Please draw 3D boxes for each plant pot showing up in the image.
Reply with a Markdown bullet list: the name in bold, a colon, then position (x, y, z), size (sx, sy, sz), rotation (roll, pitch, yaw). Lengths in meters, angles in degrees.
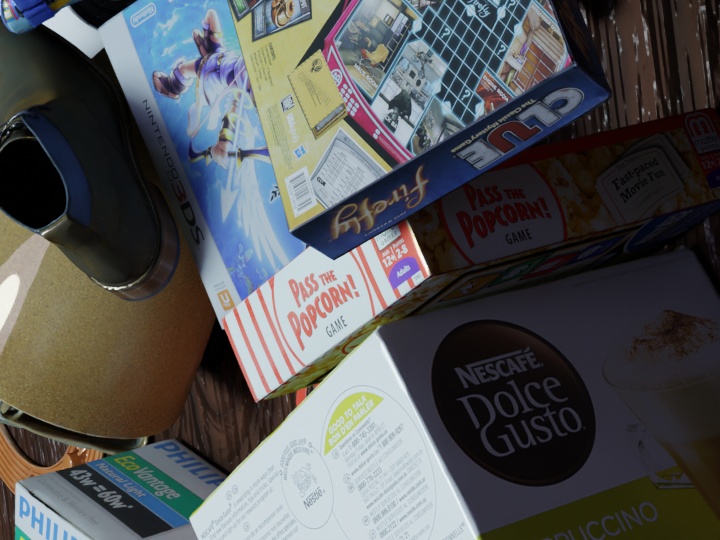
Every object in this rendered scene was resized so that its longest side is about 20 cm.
- **plant pot**: position (-0.145, -0.034, 1.266), size (0.186, 0.186, 0.200), rotation (47, 117, 34)

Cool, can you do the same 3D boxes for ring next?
- **ring**: position (-0.243, 0.079, 1.533), size (0.200, 0.019, 0.201), rotation (18, 113, 50)

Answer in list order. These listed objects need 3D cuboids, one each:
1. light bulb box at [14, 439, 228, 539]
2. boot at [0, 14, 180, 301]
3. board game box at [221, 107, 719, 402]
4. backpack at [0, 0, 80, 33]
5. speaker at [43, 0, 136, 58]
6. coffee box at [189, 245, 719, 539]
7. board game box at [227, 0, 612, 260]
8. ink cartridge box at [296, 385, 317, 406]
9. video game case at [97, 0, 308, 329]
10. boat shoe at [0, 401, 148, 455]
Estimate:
- **light bulb box**: position (-0.117, 0.242, 1.327), size (0.198, 0.125, 0.201), rotation (28, 121, 46)
- **boot**: position (-0.172, -0.078, 1.149), size (0.075, 0.097, 0.200), rotation (-40, 64, 10)
- **board game box**: position (0.058, -0.007, 0.972), size (0.151, 0.200, 0.046), rotation (-37, 73, 49)
- **backpack**: position (-0.133, -0.239, 1.182), size (0.135, 0.200, 0.183), rotation (62, -178, -17)
- **speaker**: position (-0.208, -0.155, 1.374), size (0.200, 0.081, 0.081), rotation (-25, 79, 52)
- **coffee box**: position (0.076, 0.134, 0.986), size (0.200, 0.199, 0.198), rotation (-48, 63, 47)
- **board game box**: position (0.011, -0.121, 0.873), size (0.135, 0.035, 0.201), rotation (-30, 56, 22)
- **ink cartridge box**: position (-0.028, 0.141, 1.160), size (0.163, 0.057, 0.201), rotation (99, 153, -65)
- **video game case**: position (-0.039, -0.080, 1.101), size (0.200, 0.045, 0.182), rotation (-24, 90, 51)
- **boat shoe**: position (-0.206, 0.067, 1.363), size (0.063, 0.200, 0.073), rotation (31, 90, 36)
